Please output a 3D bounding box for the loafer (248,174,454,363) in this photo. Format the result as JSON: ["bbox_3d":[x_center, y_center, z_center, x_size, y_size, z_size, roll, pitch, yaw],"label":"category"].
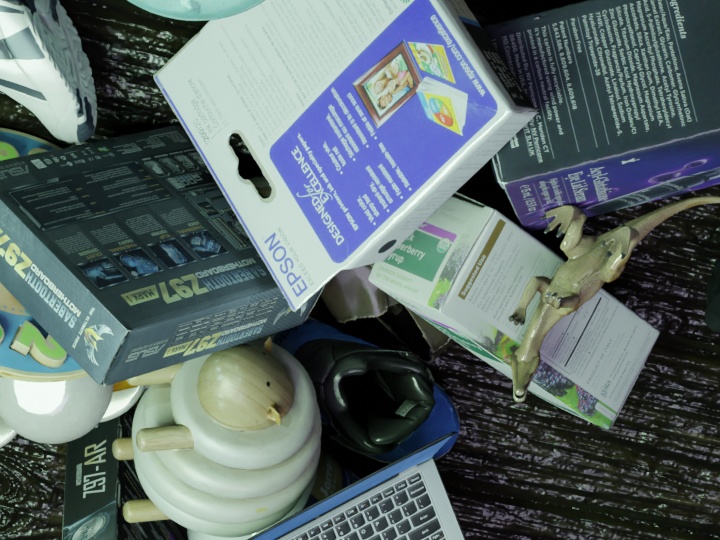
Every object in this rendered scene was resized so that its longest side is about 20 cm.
[{"bbox_3d":[0.000,0.000,1.746,0.199,0.072,0.073,31,163,-25],"label":"loafer"}]

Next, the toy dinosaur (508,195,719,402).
[{"bbox_3d":[0.152,-0.007,1.675,0.200,0.058,0.101,-44,158,-6],"label":"toy dinosaur"}]

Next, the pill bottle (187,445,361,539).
[{"bbox_3d":[-0.055,0.180,1.863,0.120,0.120,0.200,-37,122,21],"label":"pill bottle"}]

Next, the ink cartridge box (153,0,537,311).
[{"bbox_3d":[-0.013,-0.110,1.612,0.200,0.199,0.043,-42,155,24],"label":"ink cartridge box"}]

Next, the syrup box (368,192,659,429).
[{"bbox_3d":[0.105,0.024,1.741,0.200,0.079,0.082,33,83,-41],"label":"syrup box"}]

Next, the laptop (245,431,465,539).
[{"bbox_3d":[-0.006,0.209,1.759,0.187,0.116,0.201,-26,117,-10],"label":"laptop"}]

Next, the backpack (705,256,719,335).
[{"bbox_3d":[0.342,-0.036,1.731,0.162,0.154,0.200,14,146,-11],"label":"backpack"}]

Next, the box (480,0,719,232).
[{"bbox_3d":[0.178,-0.109,1.634,0.199,0.105,0.148,-14,167,8],"label":"box"}]

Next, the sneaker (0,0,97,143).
[{"bbox_3d":[-0.261,-0.145,1.630,0.129,0.080,0.199,-24,125,16],"label":"sneaker"}]

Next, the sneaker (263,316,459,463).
[{"bbox_3d":[0.021,0.097,1.789,0.200,0.111,0.077,37,85,-41],"label":"sneaker"}]

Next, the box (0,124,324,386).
[{"bbox_3d":[-0.137,-0.014,1.631,0.200,0.158,0.051,-18,144,-50],"label":"box"}]

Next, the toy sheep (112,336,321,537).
[{"bbox_3d":[-0.091,0.113,1.702,0.137,0.139,0.200,6,148,-9],"label":"toy sheep"}]

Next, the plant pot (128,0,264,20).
[{"bbox_3d":[-0.088,-0.241,1.484,0.199,0.188,0.201,2,122,3],"label":"plant pot"}]

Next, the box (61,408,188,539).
[{"bbox_3d":[-0.149,0.211,1.854,0.043,0.161,0.200,-20,127,11],"label":"box"}]

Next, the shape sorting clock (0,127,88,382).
[{"bbox_3d":[-0.221,-0.014,1.655,0.199,0.201,0.039,22,135,-20],"label":"shape sorting clock"}]

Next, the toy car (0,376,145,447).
[{"bbox_3d":[-0.243,0.046,1.743,0.199,0.175,0.151,-15,92,7],"label":"toy car"}]
